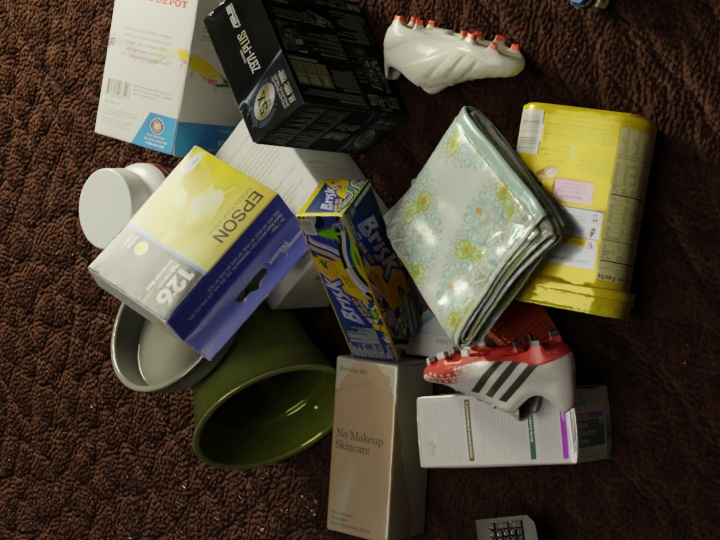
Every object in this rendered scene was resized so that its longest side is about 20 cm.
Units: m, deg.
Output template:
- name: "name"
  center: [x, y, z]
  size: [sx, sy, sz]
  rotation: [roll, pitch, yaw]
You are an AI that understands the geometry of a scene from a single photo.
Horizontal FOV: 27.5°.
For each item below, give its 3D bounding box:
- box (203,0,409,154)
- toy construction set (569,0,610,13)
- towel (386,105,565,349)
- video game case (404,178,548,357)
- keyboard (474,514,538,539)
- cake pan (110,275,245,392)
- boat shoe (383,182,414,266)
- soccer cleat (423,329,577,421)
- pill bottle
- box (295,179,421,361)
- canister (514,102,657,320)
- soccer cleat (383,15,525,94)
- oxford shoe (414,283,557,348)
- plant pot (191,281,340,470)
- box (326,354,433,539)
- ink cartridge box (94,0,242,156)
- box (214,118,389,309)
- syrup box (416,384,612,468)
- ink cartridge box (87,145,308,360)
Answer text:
- name: "box"
  center: [-0.059, -0.227, 1.668]
  size: [0.086, 0.199, 0.165]
  rotation: [-34, 71, 32]
- name: "toy construction set"
  center: [0.229, -0.345, 1.512]
  size: [0.200, 0.091, 0.132]
  rotation: [46, 117, 41]
- name: "towel"
  center: [0.109, -0.044, 1.497]
  size: [0.172, 0.048, 0.201]
  rotation: [-54, 43, 25]
- name: "video game case"
  center: [0.129, 0.001, 1.633]
  size: [0.181, 0.022, 0.203]
  rotation: [4, 93, 38]
- name: "keyboard"
  center: [0.149, 0.364, 1.558]
  size: [0.103, 0.039, 0.203]
  rotation: [-14, 81, 37]
- name: "cake pan"
  center: [-0.208, 0.054, 1.712]
  size: [0.199, 0.037, 0.202]
  rotation: [-24, 49, 31]
- name: "boat shoe"
  center: [0.076, -0.063, 1.626]
  size: [0.070, 0.071, 0.200]
  rotation: [44, 117, 1]
- name: "soccer cleat"
  center: [0.140, 0.113, 1.502]
  size: [0.199, 0.068, 0.086]
  rotation: [-12, 95, 47]
- name: "pill bottle"
  center: [-0.241, -0.073, 1.816]
  size: [0.113, 0.199, 0.116]
  rotation: [0, 90, 38]
- name: "box"
  center: [0.000, 0.000, 1.610]
  size: [0.064, 0.070, 0.201]
  rotation: [2, 129, 31]
- name: "canister"
  center: [0.218, -0.061, 1.501]
  size: [0.147, 0.086, 0.203]
  rotation: [10, 91, 25]
- name: "soccer cleat"
  center: [0.102, -0.229, 1.628]
  size: [0.199, 0.069, 0.079]
  rotation: [23, 109, 44]
- name: "oxford shoe"
  center: [0.139, 0.055, 1.584]
  size: [0.200, 0.071, 0.073]
  rotation: [41, 146, 24]
- name: "plant pot"
  center: [-0.134, 0.101, 1.757]
  size: [0.200, 0.199, 0.191]
  rotation: [-47, 52, 29]
- name: "box"
  center: [0.023, 0.199, 1.682]
  size: [0.094, 0.077, 0.203]
  rotation: [5, 95, 36]
- name: "ink cartridge box"
  center: [-0.217, -0.252, 1.829]
  size: [0.146, 0.144, 0.202]
  rotation: [19, 102, 36]
- name: "box"
  center: [-0.080, -0.079, 1.746]
  size: [0.152, 0.106, 0.201]
  rotation: [-48, 63, 29]
- name: "syrup box"
  center: [0.162, 0.167, 1.571]
  size: [0.198, 0.078, 0.083]
  rotation: [-6, 86, 38]
- name: "ink cartridge box"
  center: [-0.179, -0.024, 1.663]
  size: [0.199, 0.047, 0.198]
  rotation: [28, 70, 36]
